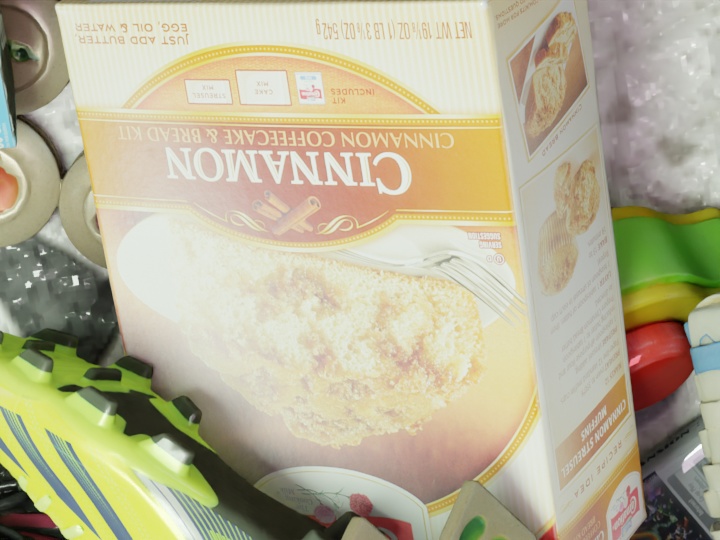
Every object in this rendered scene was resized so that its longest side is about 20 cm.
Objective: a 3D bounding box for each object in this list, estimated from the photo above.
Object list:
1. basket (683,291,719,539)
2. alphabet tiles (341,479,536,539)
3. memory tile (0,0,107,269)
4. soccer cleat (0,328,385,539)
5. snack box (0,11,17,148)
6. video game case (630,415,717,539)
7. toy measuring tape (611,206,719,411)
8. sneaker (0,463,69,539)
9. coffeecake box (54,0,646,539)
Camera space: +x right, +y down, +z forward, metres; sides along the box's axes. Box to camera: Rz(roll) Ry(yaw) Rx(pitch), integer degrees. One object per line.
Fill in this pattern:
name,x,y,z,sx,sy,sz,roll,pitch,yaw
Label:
basket,0.203,0.081,0.753,0.176,0.139,0.200,-15,81,-33
alphabet tiles,0.041,0.167,0.691,0.006,0.167,0.200,-6,139,46
memory tile,-0.049,-0.064,0.814,0.200,0.017,0.154,11,110,-1
soccer cleat,-0.063,0.088,0.739,0.200,0.065,0.084,34,104,18
snack box,-0.172,-0.103,0.712,0.116,0.037,0.200,-6,147,-4
video game case,0.161,0.147,0.877,0.182,0.023,0.200,-38,105,14
toy measuring tape,0.113,-0.009,0.795,0.200,0.074,0.074,-35,104,15
sneaker,-0.117,0.098,0.787,0.084,0.200,0.077,17,125,-34
coffeecake box,0.000,0.000,0.758,0.153,0.073,0.200,3,114,29
